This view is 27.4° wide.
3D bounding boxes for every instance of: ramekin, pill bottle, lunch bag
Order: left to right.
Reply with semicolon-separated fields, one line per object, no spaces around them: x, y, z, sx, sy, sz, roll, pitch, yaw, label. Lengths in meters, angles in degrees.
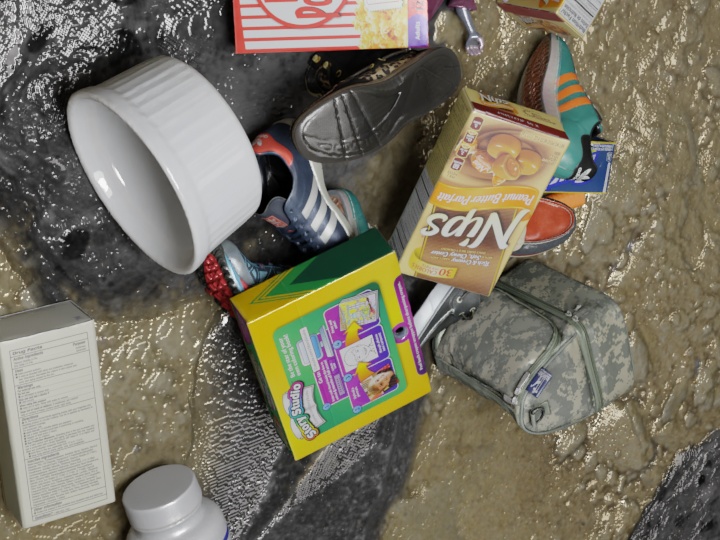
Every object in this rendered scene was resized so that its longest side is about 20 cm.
-0.183;-0.106;1.413;0.097;0.200;0.202;-36;120;-25;ramekin
-0.187;0.314;1.584;0.111;0.112;0.202;-28;117;-21;pill bottle
0.195;0.096;1.699;0.167;0.199;0.141;-31;123;-20;lunch bag

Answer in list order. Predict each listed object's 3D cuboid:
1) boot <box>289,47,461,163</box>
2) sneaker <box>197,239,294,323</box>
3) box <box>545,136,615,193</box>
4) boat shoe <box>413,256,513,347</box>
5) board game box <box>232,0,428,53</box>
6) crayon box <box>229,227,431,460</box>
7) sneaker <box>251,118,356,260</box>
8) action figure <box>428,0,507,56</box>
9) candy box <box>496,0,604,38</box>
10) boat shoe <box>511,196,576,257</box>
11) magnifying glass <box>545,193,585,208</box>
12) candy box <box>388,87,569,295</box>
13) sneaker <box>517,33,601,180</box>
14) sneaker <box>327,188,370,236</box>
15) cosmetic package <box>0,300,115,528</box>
-0.012;-0.181;1.518;0.199;0.150;0.074;-33;120;-20;boot
-0.099;0.021;1.582;0.096;0.079;0.201;-51;132;-18;sneaker
0.197;-0.128;1.710;0.198;0.070;0.065;-2;108;-31;box
0.117;0.022;1.680;0.056;0.069;0.201;38;81;4;boat shoe
-0.031;-0.300;1.480;0.197;0.046;0.154;-3;108;1;board game box
-0.028;0.080;1.554;0.171;0.058;0.202;-25;128;-12;crayon box
-0.068;-0.054;1.551;0.084;0.074;0.202;-33;103;-41;sneaker
0.098;-0.322;1.597;0.198;0.134;0.150;-17;71;-39;action figure
0.248;-0.364;1.643;0.055;0.115;0.202;31;87;-33;candy box
0.148;-0.057;1.640;0.197;0.063;0.072;1;75;-7;boat shoe
0.183;-0.063;1.752;0.198;0.022;0.081;-19;114;-26;magnifying glass
0.121;-0.079;1.543;0.114;0.056;0.202;15;119;-19;candy box
0.226;-0.178;1.651;0.079;0.071;0.202;21;50;-18;sneaker
0.000;0.000;1.637;0.079;0.071;0.203;-24;114;-40;sneaker
-0.313;0.143;1.478;0.102;0.073;0.203;-12;110;-27;cosmetic package
